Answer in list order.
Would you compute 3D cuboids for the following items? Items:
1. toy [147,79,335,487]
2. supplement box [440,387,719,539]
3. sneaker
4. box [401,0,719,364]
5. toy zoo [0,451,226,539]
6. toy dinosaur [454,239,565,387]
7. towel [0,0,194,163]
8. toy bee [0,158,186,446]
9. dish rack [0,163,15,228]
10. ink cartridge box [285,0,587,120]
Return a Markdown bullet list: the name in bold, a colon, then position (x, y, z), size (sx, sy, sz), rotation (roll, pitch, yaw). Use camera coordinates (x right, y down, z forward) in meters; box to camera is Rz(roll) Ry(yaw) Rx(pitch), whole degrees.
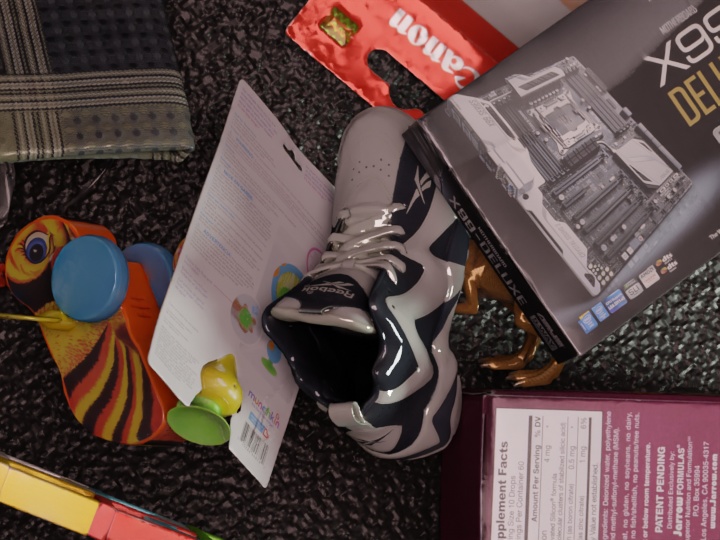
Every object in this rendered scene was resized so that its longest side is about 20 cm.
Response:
- **toy**: position (-0.072, 0.009, 1.435), size (0.115, 0.047, 0.201), rotation (49, 39, -36)
- **supplement box**: position (0.153, 0.120, 1.475), size (0.198, 0.131, 0.104), rotation (2, 89, -8)
- **sneaker**: position (0.000, 0.000, 1.429), size (0.079, 0.129, 0.201), rotation (-1, 82, 24)
- **box**: position (0.148, -0.070, 1.453), size (0.199, 0.050, 0.158), rotation (-34, 89, -13)
- **toy zoo**: position (-0.142, 0.134, 1.430), size (0.199, 0.131, 0.021), rotation (22, 86, -8)
- **toy dinosaur**: position (0.106, 0.009, 1.488), size (0.198, 0.060, 0.107), rotation (6, 101, 4)
- **towel**: position (-0.201, -0.131, 1.420), size (0.198, 0.035, 0.194), rotation (-3, 57, -20)
- **toy bee**: position (-0.153, 0.012, 1.452), size (0.131, 0.108, 0.201), rotation (34, 44, -43)
- **dish rack**: position (-0.295, -0.064, 1.437), size (0.199, 0.055, 0.155), rotation (-18, 90, 2)
- **ink cartridge box**: position (0.078, -0.169, 1.510), size (0.162, 0.050, 0.200), rotation (39, 81, -6)
